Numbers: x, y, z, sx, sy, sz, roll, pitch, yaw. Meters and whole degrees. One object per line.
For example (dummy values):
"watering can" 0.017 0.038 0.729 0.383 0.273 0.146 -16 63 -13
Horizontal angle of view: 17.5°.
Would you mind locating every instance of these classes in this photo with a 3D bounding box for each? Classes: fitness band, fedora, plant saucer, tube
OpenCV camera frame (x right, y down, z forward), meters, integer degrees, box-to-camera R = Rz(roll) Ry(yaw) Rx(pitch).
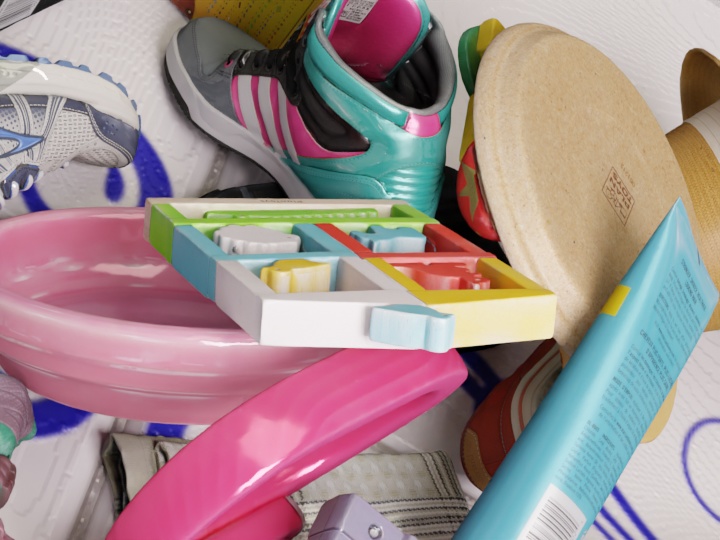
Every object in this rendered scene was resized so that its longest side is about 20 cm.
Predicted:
"fitness band" -0.034 0.083 0.976 0.038 0.144 0.199 53 39 10
"fedora" 0.192 -0.025 1.296 0.081 0.201 0.202 -20 65 -3
"plant saucer" -0.084 0.020 1.039 0.199 0.051 0.201 6 16 -2
"tube" 0.107 0.067 1.065 0.050 0.078 0.201 23 68 31

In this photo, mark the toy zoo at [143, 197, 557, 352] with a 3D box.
"toy zoo" -0.004 0.002 0.995 0.130 0.021 0.200 -1 16 -23

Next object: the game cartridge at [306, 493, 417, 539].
"game cartridge" 0.037 0.206 1.007 0.200 0.038 0.130 41 50 -21

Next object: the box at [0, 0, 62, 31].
"box" -0.189 -0.246 1.161 0.200 0.149 0.124 50 44 7

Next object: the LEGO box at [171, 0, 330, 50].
"LEGO box" -0.001 -0.216 1.242 0.077 0.200 0.149 42 43 1

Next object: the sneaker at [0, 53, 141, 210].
"sneaker" -0.184 -0.057 1.081 0.199 0.077 0.086 8 80 -48

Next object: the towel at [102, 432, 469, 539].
"towel" -0.012 0.159 1.057 0.199 0.035 0.194 6 55 -33

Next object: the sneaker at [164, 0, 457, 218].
"sneaker" -0.021 -0.102 1.159 0.083 0.121 0.200 -10 42 -42

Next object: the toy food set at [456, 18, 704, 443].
"toy food set" 0.110 -0.029 1.158 0.200 0.048 0.199 45 39 -32

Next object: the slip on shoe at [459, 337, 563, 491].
"slip on shoe" 0.107 0.063 1.204 0.075 0.061 0.200 64 31 -5

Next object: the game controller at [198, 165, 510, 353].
"game controller" 0.000 0.000 1.198 0.199 0.042 0.105 -8 77 -40

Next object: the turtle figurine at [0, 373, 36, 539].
"turtle figurine" -0.174 0.126 0.921 0.149 0.101 0.201 22 39 -28
